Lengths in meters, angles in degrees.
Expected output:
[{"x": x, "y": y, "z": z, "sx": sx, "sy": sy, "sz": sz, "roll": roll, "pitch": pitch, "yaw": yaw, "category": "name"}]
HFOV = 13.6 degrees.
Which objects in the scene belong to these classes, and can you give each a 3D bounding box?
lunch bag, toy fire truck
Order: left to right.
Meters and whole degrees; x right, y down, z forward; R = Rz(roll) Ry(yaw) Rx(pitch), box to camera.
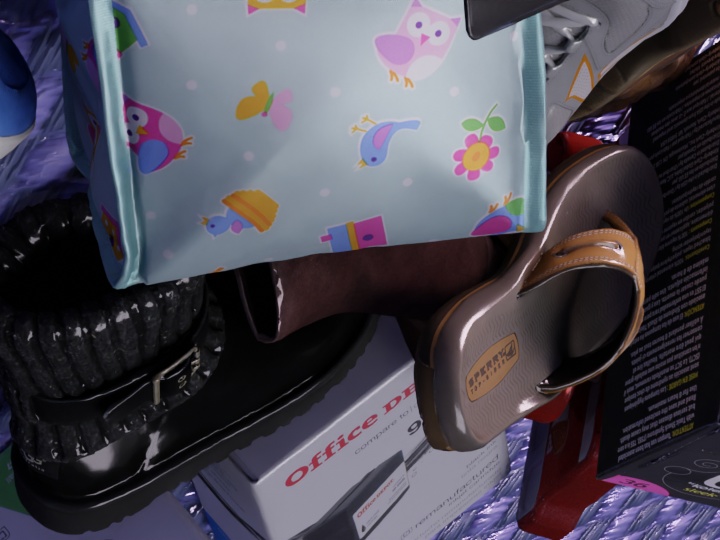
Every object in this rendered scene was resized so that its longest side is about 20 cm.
[{"x": -0.024, "y": -0.110, "z": 1.058, "sx": 0.169, "sy": 0.122, "sz": 0.201, "roll": -9, "pitch": 122, "yaw": -9, "category": "lunch bag"}, {"x": 0.125, "y": 0.026, "z": 1.543, "sx": 0.168, "sy": 0.112, "sz": 0.201, "roll": 130, "pitch": -29, "yaw": -67, "category": "toy fire truck"}]

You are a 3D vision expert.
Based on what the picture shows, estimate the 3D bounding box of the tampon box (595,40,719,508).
[{"x": 0.210, "y": 0.008, "z": 1.412, "sx": 0.149, "sy": 0.201, "sz": 0.126, "roll": 15, "pitch": 160, "yaw": -19, "category": "tampon box"}]

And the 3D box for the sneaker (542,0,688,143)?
[{"x": 0.071, "y": -0.085, "z": 1.201, "sx": 0.092, "sy": 0.076, "sz": 0.200, "roll": -56, "pitch": 178, "yaw": -19, "category": "sneaker"}]

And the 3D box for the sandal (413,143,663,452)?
[{"x": 0.090, "y": 0.012, "z": 1.312, "sx": 0.200, "sy": 0.054, "sz": 0.082, "roll": -40, "pitch": 121, "yaw": -48, "category": "sandal"}]

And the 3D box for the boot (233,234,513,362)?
[{"x": 0.000, "y": 0.000, "z": 1.296, "sx": 0.166, "sy": 0.072, "sz": 0.201, "roll": -35, "pitch": 117, "yaw": -50, "category": "boot"}]

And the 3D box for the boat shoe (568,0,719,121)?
[{"x": 0.117, "y": -0.115, "z": 1.309, "sx": 0.067, "sy": 0.072, "sz": 0.200, "roll": -25, "pitch": -178, "yaw": -43, "category": "boat shoe"}]

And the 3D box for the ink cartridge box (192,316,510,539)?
[{"x": -0.009, "y": 0.075, "z": 1.486, "sx": 0.145, "sy": 0.084, "sz": 0.200, "roll": -37, "pitch": 154, "yaw": -12, "category": "ink cartridge box"}]

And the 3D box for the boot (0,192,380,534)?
[{"x": -0.072, "y": 0.009, "z": 1.295, "sx": 0.211, "sy": 0.079, "sz": 0.158, "roll": -39, "pitch": 149, "yaw": -28, "category": "boot"}]

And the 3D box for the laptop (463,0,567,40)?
[{"x": 0.064, "y": -0.214, "z": 1.016, "sx": 0.187, "sy": 0.200, "sz": 0.116, "roll": -26, "pitch": 158, "yaw": -33, "category": "laptop"}]

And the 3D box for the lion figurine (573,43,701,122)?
[{"x": 0.161, "y": -0.141, "z": 1.416, "sx": 0.200, "sy": 0.073, "sz": 0.123, "roll": -29, "pitch": 163, "yaw": -39, "category": "lion figurine"}]

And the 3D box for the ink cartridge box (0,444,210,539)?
[{"x": -0.113, "y": 0.179, "z": 1.355, "sx": 0.146, "sy": 0.200, "sz": 0.084, "roll": -40, "pitch": 154, "yaw": -6, "category": "ink cartridge box"}]

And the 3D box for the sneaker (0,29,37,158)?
[{"x": -0.134, "y": -0.110, "z": 1.012, "sx": 0.111, "sy": 0.077, "sz": 0.200, "roll": -36, "pitch": 150, "yaw": 8, "category": "sneaker"}]
